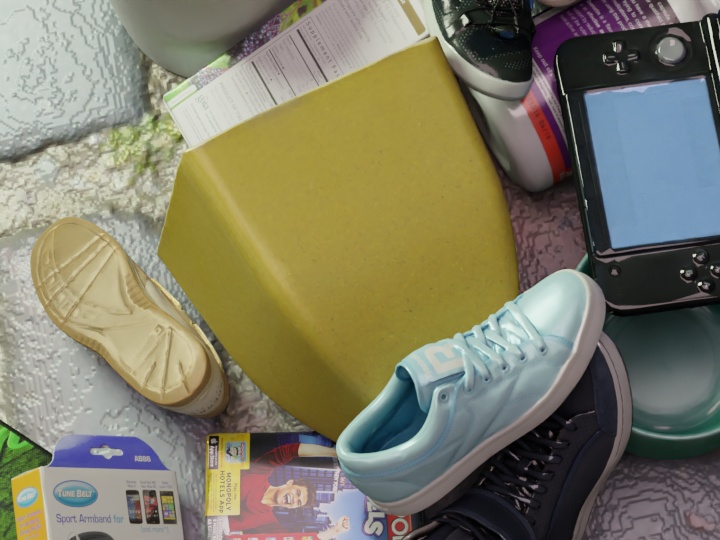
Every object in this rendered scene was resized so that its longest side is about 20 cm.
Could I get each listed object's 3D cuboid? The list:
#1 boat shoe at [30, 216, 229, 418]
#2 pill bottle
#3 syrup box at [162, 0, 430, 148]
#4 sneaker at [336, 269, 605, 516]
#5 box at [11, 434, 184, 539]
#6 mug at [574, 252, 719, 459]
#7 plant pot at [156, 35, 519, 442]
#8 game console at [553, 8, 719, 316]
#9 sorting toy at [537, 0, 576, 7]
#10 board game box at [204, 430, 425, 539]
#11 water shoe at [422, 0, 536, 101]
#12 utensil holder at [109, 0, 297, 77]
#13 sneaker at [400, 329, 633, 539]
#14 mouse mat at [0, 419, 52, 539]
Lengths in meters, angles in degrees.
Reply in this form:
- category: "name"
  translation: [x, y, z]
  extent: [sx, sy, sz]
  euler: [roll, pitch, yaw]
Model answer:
- category: "boat shoe"
  translation: [-0.163, 0.039, 1.616]
  extent: [0.074, 0.069, 0.200]
  euler: [-44, 55, 0]
- category: "pill bottle"
  translation: [0.177, -0.146, 1.616]
  extent: [0.199, 0.112, 0.113]
  euler: [-28, 75, -3]
- category: "syrup box"
  translation: [-0.030, -0.140, 1.620]
  extent: [0.200, 0.079, 0.082]
  euler: [-35, 74, 13]
- category: "sneaker"
  translation: [0.067, 0.069, 1.421]
  extent: [0.200, 0.082, 0.074]
  euler: [-46, 50, 2]
- category: "box"
  translation: [-0.172, 0.213, 1.549]
  extent: [0.041, 0.119, 0.201]
  euler: [-26, 67, 42]
- category: "mug"
  translation: [0.219, 0.065, 1.555]
  extent: [0.152, 0.114, 0.185]
  euler: [-34, 76, -5]
- category: "plant pot"
  translation: [0.000, 0.000, 1.532]
  extent: [0.195, 0.194, 0.200]
  euler: [-25, 76, -18]
- category: "game console"
  translation: [0.226, -0.089, 1.478]
  extent: [0.170, 0.118, 0.201]
  euler: [-8, 71, -3]
- category: "sorting toy"
  translation: [0.178, -0.264, 1.643]
  extent: [0.200, 0.037, 0.185]
  euler: [-31, 34, -6]
- category: "board game box"
  translation: [-0.006, 0.213, 1.561]
  extent: [0.199, 0.062, 0.201]
  euler: [-1, 74, 2]
- category: "water shoe"
  translation: [0.084, -0.209, 1.545]
  extent: [0.071, 0.079, 0.201]
  euler: [5, 55, -27]
- category: "utensil holder"
  translation: [-0.114, -0.242, 1.619]
  extent: [0.169, 0.200, 0.171]
  euler: [-1, 76, 4]
- category: "sneaker"
  translation: [0.098, 0.137, 1.464]
  extent: [0.077, 0.146, 0.203]
  euler: [30, 123, 30]
- category: "mouse mat"
  translation: [-0.318, 0.173, 1.589]
  extent: [0.161, 0.008, 0.200]
  euler: [31, 62, 17]
